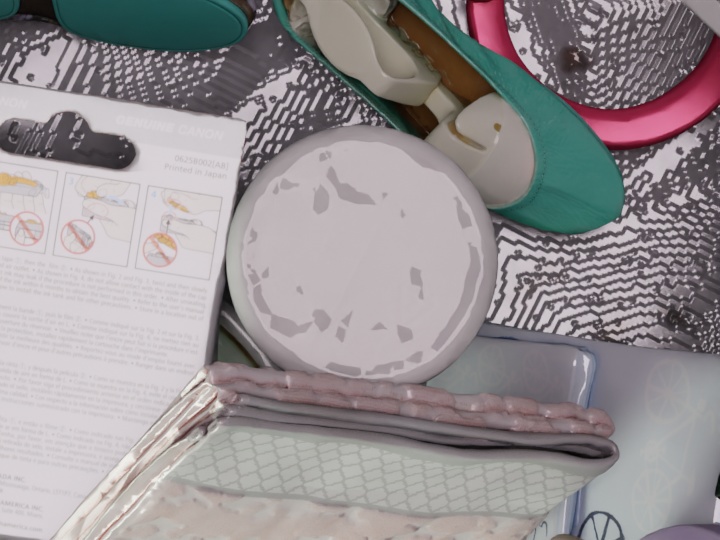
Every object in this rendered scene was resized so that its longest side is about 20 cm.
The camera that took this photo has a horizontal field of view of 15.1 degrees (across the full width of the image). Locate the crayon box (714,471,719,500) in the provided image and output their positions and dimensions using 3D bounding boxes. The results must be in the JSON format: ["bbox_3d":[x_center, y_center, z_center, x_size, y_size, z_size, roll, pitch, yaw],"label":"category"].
[{"bbox_3d":[0.254,0.051,1.086,0.199,0.052,0.126,12,84,2],"label":"crayon box"}]

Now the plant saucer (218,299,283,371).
[{"bbox_3d":[-0.120,0.096,1.253,0.199,0.050,0.201,0,88,0],"label":"plant saucer"}]

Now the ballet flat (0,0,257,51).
[{"bbox_3d":[-0.147,-0.145,1.258,0.199,0.072,0.072,3,87,-4],"label":"ballet flat"}]

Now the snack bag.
[{"bbox_3d":[0.089,0.122,1.199,0.021,0.200,0.189,11,87,-40],"label":"snack bag"}]

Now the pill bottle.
[{"bbox_3d":[0.000,0.000,1.183,0.112,0.200,0.113,0,87,0],"label":"pill bottle"}]

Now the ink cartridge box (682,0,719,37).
[{"bbox_3d":[0.256,-0.107,1.197,0.200,0.146,0.085,43,132,-10],"label":"ink cartridge box"}]

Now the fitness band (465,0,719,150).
[{"bbox_3d":[0.128,-0.155,1.275,0.143,0.037,0.201,19,88,-2],"label":"fitness band"}]

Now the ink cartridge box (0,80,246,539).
[{"bbox_3d":[-0.141,0.023,1.211,0.162,0.057,0.201,9,82,0],"label":"ink cartridge box"}]

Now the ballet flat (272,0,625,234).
[{"bbox_3d":[0.032,-0.079,1.244,0.200,0.070,0.067,44,125,6],"label":"ballet flat"}]

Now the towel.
[{"bbox_3d":[-0.018,0.106,1.140,0.199,0.191,0.032,8,54,-30],"label":"towel"}]

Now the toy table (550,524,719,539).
[{"bbox_3d":[0.096,0.200,1.083,0.183,0.117,0.201,3,88,43],"label":"toy table"}]
